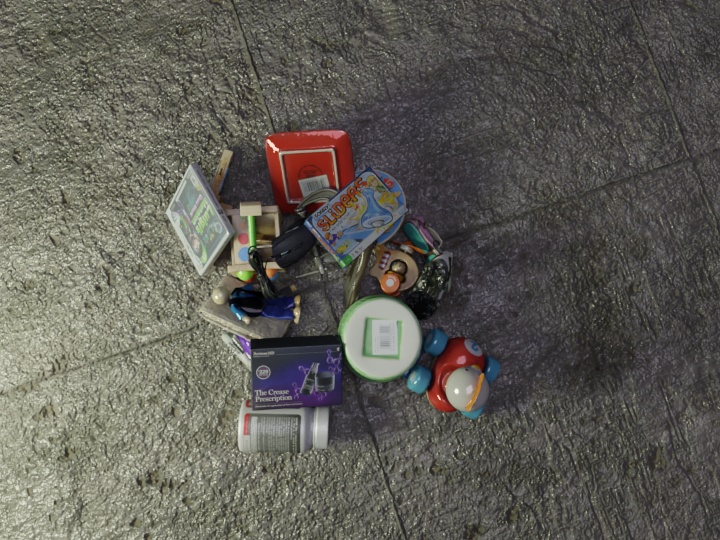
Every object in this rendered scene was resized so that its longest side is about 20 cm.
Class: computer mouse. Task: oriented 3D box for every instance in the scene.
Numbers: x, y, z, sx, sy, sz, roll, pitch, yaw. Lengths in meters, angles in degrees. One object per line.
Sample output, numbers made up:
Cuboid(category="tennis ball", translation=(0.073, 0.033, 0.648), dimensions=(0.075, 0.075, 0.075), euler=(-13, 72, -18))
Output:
Cuboid(category="computer mouse", translation=(-0.148, -0.023, 1.339), dimensions=(0.199, 0.046, 0.142), euler=(-35, 119, -38))

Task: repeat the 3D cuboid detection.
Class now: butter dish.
Cuboid(category="butter dish", translation=(-0.108, -0.250, 1.434), dimensions=(0.197, 0.148, 0.202), euler=(-3, 122, 5))

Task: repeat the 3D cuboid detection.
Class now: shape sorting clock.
Cuboid(category="shape sorting clock", translation=(0.011, -0.150, 1.454), dimensions=(0.197, 0.039, 0.203), euler=(-4, 70, 10))

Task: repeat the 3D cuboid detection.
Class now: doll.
Cuboid(category="doll", translation=(-0.236, 0.071, 1.379), dimensions=(0.197, 0.137, 0.049), euler=(9, 125, -11))

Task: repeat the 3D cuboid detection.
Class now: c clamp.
Cuboid(category="c clamp", translation=(-0.095, -0.086, 1.415), dimensions=(0.168, 0.027, 0.203), euler=(-10, 109, 9))

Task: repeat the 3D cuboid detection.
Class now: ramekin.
Cuboid(category="ramekin", translation=(0.046, 0.152, 1.366), dimensions=(0.197, 0.098, 0.203), euler=(0, 83, -3))

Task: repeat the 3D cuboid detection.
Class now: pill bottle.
Cuboid(category="pill bottle", translation=(-0.170, 0.353, 1.376), dimensions=(0.197, 0.114, 0.116), euler=(2, 84, -2))

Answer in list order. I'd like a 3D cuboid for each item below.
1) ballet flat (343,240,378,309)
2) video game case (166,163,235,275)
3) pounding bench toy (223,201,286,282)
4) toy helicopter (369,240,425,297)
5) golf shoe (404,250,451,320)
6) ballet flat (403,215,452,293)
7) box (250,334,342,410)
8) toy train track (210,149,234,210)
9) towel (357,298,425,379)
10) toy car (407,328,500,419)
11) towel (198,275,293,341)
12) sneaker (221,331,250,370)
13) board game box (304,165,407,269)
Cuboid(category="ballet flat", translation=(0.000, 0.000, 1.420), dimensions=(0.046, 0.067, 0.203), euler=(7, 111, -20))
Cuboid(category="video game case", translation=(-0.368, -0.111, 1.380), dimensions=(0.023, 0.200, 0.183), euler=(-23, 77, -41))
Cuboid(category="pounding bench toy", translation=(-0.239, -0.060, 1.373), dimensions=(0.122, 0.200, 0.158), euler=(-5, 83, -3))
Cuboid(category="toy helicopter", translation=(0.065, -0.042, 1.451), dimensions=(0.132, 0.079, 0.200), euler=(-41, 74, 1))
Cuboid(category="golf shoe", translation=(0.165, 0.037, 1.408), dimensions=(0.077, 0.201, 0.095), euler=(33, 49, 5))
Cuboid(category="ballet flat", translation=(0.178, -0.045, 1.464), dimensions=(0.071, 0.069, 0.202), euler=(-27, 85, -31))
Cuboid(category="box", translation=(-0.141, 0.223, 1.338), dimensions=(0.197, 0.079, 0.143), euler=(-2, 99, -10))
Cuboid(category="toy train track", translation=(-0.347, -0.193, 1.470), dimensions=(0.113, 0.033, 0.203), euler=(15, 78, 6))
Cuboid(category="towel", translation=(0.052, 0.160, 1.439), dimensions=(0.198, 0.049, 0.113), euler=(31, 83, 1))
Cuboid(category="toy car", translation=(0.234, 0.240, 1.346), dimensions=(0.183, 0.200, 0.179), euler=(27, 83, -13))
Cuboid(category="towel", translation=(-0.256, 0.095, 1.408), dimensions=(0.198, 0.035, 0.133), euler=(25, 43, 2))
Cuboid(category="sneaker", translation=(-0.223, 0.192, 1.413), dimensions=(0.099, 0.070, 0.200), euler=(-44, 88, -10))
Cuboid(category="board game box", translation=(-0.009, -0.119, 1.354), dimensions=(0.200, 0.034, 0.136), euler=(-43, 89, -19))
